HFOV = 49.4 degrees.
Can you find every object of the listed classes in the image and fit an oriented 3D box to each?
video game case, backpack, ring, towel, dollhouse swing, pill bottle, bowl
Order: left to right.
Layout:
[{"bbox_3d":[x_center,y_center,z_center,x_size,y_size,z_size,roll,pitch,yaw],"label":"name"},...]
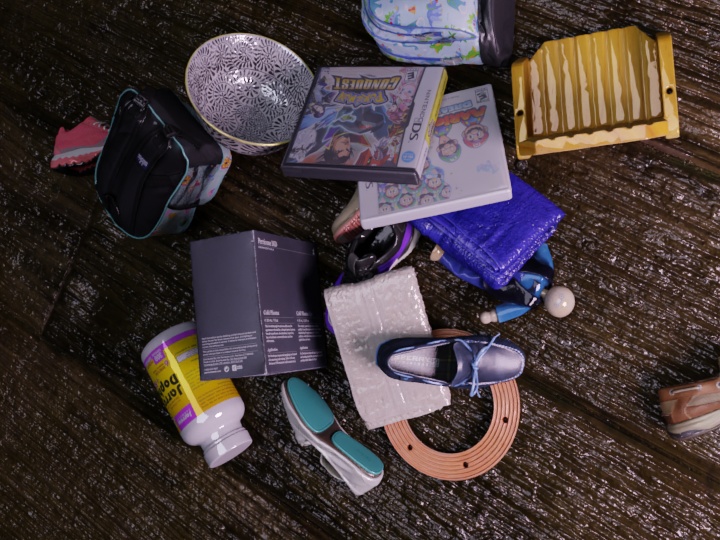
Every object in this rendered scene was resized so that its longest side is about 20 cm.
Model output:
[{"bbox_3d":[-0.304,-0.153,1.183,0.176,0.153,0.201,45,115,15],"label":"backpack"},{"bbox_3d":[-0.240,0.186,1.167,0.104,0.104,0.202,-37,74,15],"label":"pill bottle"},{"bbox_3d":[-0.165,-0.240,1.155,0.203,0.198,0.095,57,149,14],"label":"bowl"},{"bbox_3d":[0.006,-0.203,1.064,0.196,0.026,0.184,6,63,22],"label":"video game case"},{"bbox_3d":[0.038,0.105,1.054,0.130,0.034,0.204,-15,96,8],"label":"towel"},{"bbox_3d":[0.090,-0.153,1.035,0.195,0.024,0.185,-11,57,12],"label":"video game case"},{"bbox_3d":[0.099,-0.359,1.063,0.197,0.153,0.167,4,84,34],"label":"backpack"},{"bbox_3d":[0.121,0.183,1.074,0.196,0.019,0.206,-2,85,21],"label":"ring"},{"bbox_3d":[0.151,-0.086,1.032,0.199,0.050,0.148,40,76,22],"label":"towel"},{"bbox_3d":[0.280,-0.224,0.957,0.196,0.175,0.187,-5,85,21],"label":"dollhouse swing"}]

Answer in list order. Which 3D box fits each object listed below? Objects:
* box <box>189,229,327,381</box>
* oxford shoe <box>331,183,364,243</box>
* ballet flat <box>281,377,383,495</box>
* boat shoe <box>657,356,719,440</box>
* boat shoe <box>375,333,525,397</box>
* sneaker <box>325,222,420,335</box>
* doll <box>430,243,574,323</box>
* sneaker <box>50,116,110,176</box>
[{"bbox_3d":[-0.136,0.052,1.086,0.102,0.199,0.187,-7,83,20],"label":"box"},{"bbox_3d":[0.024,-0.124,1.109,0.200,0.071,0.074,-45,68,1],"label":"oxford shoe"},{"bbox_3d":[-0.053,0.242,1.118,0.199,0.069,0.070,42,101,17],"label":"ballet flat"},{"bbox_3d":[0.447,0.133,0.922,0.197,0.075,0.075,-27,74,17],"label":"boat shoe"},{"bbox_3d":[0.119,0.126,1.000,0.195,0.069,0.086,-4,94,-6],"label":"boat shoe"},{"bbox_3d":[0.000,-0.001,1.088,0.069,0.099,0.202,35,98,21],"label":"sneaker"},{"bbox_3d":[0.192,0.007,1.041,0.197,0.048,0.138,28,84,20],"label":"doll"},{"bbox_3d":[-0.429,-0.216,1.285,0.196,0.074,0.089,-7,80,19],"label":"sneaker"}]
